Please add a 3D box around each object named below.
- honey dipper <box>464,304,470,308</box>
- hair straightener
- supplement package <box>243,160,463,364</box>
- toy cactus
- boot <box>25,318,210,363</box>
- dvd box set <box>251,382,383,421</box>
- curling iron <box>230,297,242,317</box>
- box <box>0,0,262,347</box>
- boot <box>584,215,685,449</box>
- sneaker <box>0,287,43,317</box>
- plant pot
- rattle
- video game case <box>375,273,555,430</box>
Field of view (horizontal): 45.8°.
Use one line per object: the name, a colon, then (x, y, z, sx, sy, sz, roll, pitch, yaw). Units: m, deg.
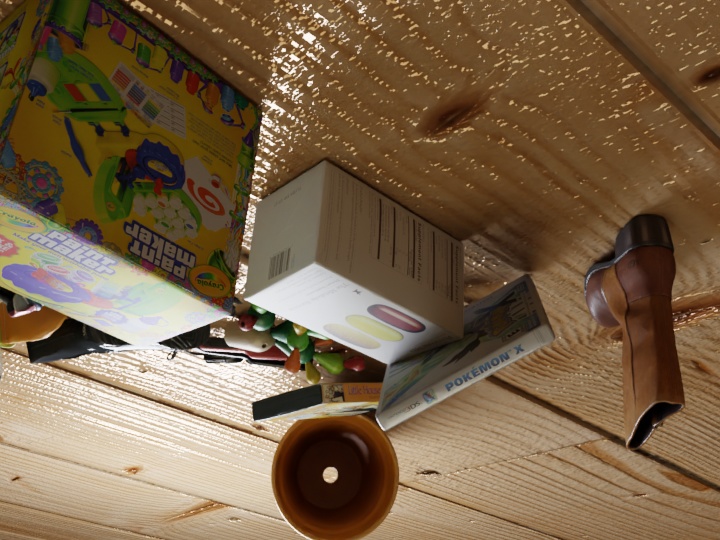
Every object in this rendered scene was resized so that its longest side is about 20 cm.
honey dipper: (0.043, 0.035, 0.985, 0.197, 0.039, 0.038, 16, 149, -12)
hair straightener: (-0.160, 0.118, 1.145, 0.196, 0.042, 0.077, -1, 151, -1)
supplement package: (0.000, 0.000, 0.845, 0.198, 0.111, 0.113, 27, 144, -35)
toy cactus: (-0.096, 0.086, 1.046, 0.163, 0.104, 0.199, -4, 159, 32)
boot: (-0.309, 0.083, 1.079, 0.163, 0.067, 0.198, 8, 161, -43)
dvd box set: (-0.033, 0.184, 1.196, 0.145, 0.030, 0.198, -21, 161, 39)
curling iron: (-0.200, -0.002, 0.951, 0.049, 0.026, 0.200, 30, 171, 47)
box: (-0.195, -0.076, 0.653, 0.121, 0.196, 0.199, -19, 143, 36)
boot: (0.276, 0.078, 0.850, 0.067, 0.203, 0.189, 7, 151, -6)
sneaker: (-0.360, 0.022, 0.962, 0.198, 0.083, 0.070, 18, 149, -31)
plant pot: (-0.045, 0.330, 1.381, 0.196, 0.204, 0.183, 6, 167, -3)
rattle: (-0.431, 0.095, 1.071, 0.141, 0.131, 0.202, -17, 141, -18)
video game case: (0.103, 0.076, 0.863, 0.181, 0.200, 0.022, -30, 98, 12)
